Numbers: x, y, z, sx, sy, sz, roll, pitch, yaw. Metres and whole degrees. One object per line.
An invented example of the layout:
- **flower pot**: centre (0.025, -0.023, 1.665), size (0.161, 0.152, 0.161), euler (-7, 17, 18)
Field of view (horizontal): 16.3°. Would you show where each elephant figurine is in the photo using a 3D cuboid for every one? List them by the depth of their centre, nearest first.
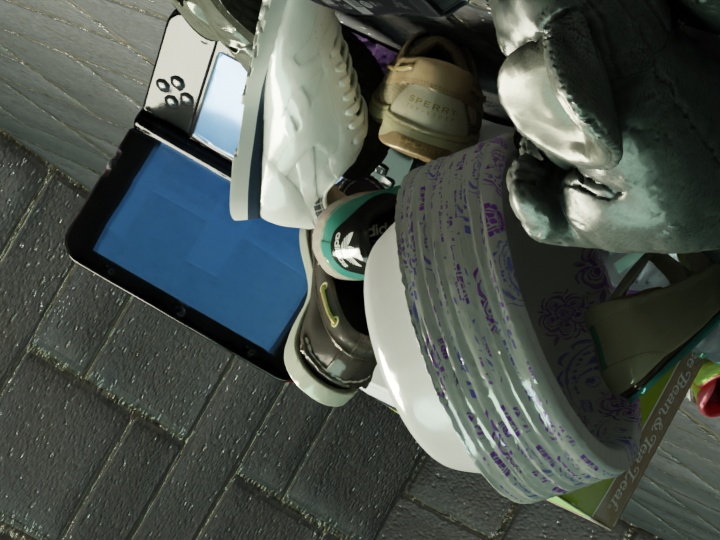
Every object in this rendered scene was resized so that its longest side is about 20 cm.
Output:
- **elephant figurine**: centre (0.107, -0.100, 1.124), size (0.154, 0.142, 0.200), euler (-2, 145, 17)

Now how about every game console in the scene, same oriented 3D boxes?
- **game console**: centre (-0.083, -0.053, 1.733), size (0.199, 0.119, 0.173), euler (29, 137, 6)

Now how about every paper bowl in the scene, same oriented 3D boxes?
- **paper bowl**: centre (0.074, 0.033, 1.417), size (0.104, 0.202, 0.201), euler (-19, 151, 19)

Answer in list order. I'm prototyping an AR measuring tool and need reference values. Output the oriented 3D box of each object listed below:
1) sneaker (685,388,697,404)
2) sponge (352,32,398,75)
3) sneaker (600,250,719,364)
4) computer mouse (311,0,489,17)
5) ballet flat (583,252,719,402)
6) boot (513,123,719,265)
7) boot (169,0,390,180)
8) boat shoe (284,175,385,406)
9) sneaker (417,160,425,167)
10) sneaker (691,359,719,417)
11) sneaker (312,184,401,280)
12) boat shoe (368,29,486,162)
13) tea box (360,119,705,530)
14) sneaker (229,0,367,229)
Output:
- **sneaker**: centre (0.227, 0.038, 1.909), size (0.198, 0.076, 0.116), euler (7, -147, -2)
- **sponge**: centre (-0.022, -0.144, 1.733), size (0.199, 0.030, 0.112), euler (27, 173, 25)
- **sneaker**: centre (0.210, 0.023, 1.644), size (0.200, 0.087, 0.075), euler (44, -158, -43)
- **computer mouse**: centre (0.041, -0.155, 1.337), size (0.140, 0.046, 0.200), euler (29, 170, -30)
- **ballet flat**: centre (0.196, 0.007, 1.441), size (0.069, 0.070, 0.200), euler (26, -143, 32)
- **boot**: centre (0.195, -0.033, 1.380), size (0.211, 0.080, 0.157), euler (43, 163, -29)
- **boot**: centre (-0.063, -0.152, 1.654), size (0.200, 0.068, 0.130), euler (53, 165, -29)
- **boat shoe**: centre (0.000, 0.000, 1.615), size (0.071, 0.061, 0.202), euler (30, -143, -18)
- **sneaker**: centre (0.017, -0.057, 1.815), size (0.199, 0.075, 0.106), euler (28, -144, 28)
- **sneaker**: centre (0.249, 0.055, 1.775), size (0.078, 0.091, 0.200), euler (33, 175, -40)
- **sneaker**: centre (0.073, -0.034, 1.539), size (0.080, 0.199, 0.072), euler (-164, 57, -72)
- **boat shoe**: centre (0.048, -0.110, 1.538), size (0.071, 0.065, 0.200), euler (17, -169, -5)
- **tea box**: centre (0.120, 0.035, 1.700), size (0.196, 0.201, 0.133), euler (35, 171, -34)
- **sneaker**: centre (-0.031, -0.114, 1.548), size (0.080, 0.077, 0.201), euler (10, 129, 2)
